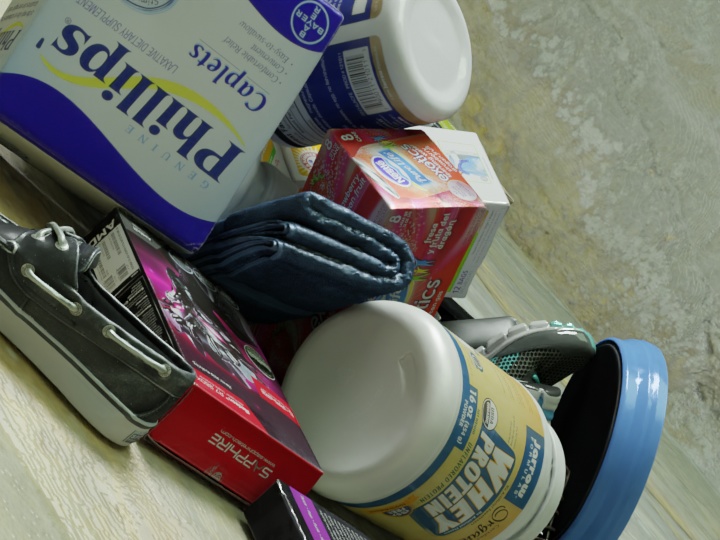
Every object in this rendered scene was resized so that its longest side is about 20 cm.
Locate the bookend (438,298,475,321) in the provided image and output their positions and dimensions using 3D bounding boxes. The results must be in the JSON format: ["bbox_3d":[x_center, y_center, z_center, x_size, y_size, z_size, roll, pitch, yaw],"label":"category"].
[{"bbox_3d":[0.056,0.081,1.598,0.200,0.092,0.199,41,12,-28],"label":"bookend"}]

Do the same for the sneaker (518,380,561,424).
[{"bbox_3d":[0.060,0.121,1.402,0.199,0.087,0.075,8,0,30],"label":"sneaker"}]

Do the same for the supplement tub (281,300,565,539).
[{"bbox_3d":[0.049,0.121,1.249,0.200,0.145,0.145,36,15,-48],"label":"supplement tub"}]

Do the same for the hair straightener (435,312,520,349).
[{"bbox_3d":[0.045,0.050,1.494,0.199,0.077,0.041,4,49,-10],"label":"hair straightener"}]

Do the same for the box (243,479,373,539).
[{"bbox_3d":[0.022,0.222,1.054,0.200,0.036,0.143,37,14,-41],"label":"box"}]

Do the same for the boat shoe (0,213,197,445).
[{"bbox_3d":[-0.173,0.005,0.962,0.200,0.068,0.072,47,9,-4],"label":"boat shoe"}]

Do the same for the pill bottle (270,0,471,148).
[{"bbox_3d":[-0.024,-0.158,1.350,0.116,0.199,0.116,15,71,-54],"label":"pill bottle"}]

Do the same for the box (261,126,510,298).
[{"bbox_3d":[0.006,-0.056,1.484,0.199,0.113,0.102,6,40,-24],"label":"box"}]

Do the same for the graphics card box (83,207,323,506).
[{"bbox_3d":[-0.107,0.057,1.106,0.125,0.051,0.200,39,11,-38],"label":"graphics card box"}]

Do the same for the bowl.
[{"bbox_3d":[0.195,0.150,1.456,0.039,0.201,0.201,20,14,-8],"label":"bowl"}]

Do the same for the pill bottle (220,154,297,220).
[{"bbox_3d":[-0.146,-0.091,1.311,0.200,0.111,0.111,38,13,-27],"label":"pill bottle"}]

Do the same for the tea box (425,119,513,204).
[{"bbox_3d":[0.004,-0.083,1.708,0.197,0.200,0.134,41,11,-41],"label":"tea box"}]

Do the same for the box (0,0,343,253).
[{"bbox_3d":[-0.145,-0.142,1.183,0.184,0.200,0.105,35,-10,-25],"label":"box"}]

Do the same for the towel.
[{"bbox_3d":[-0.057,0.000,1.218,0.111,0.049,0.200,24,-22,-28],"label":"towel"}]

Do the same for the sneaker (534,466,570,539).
[{"bbox_3d":[0.126,0.202,1.375,0.075,0.106,0.200,42,11,-27],"label":"sneaker"}]

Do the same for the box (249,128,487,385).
[{"bbox_3d":[0.000,0.000,1.318,0.095,0.200,0.100,-2,41,-36],"label":"box"}]

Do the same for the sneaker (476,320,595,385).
[{"bbox_3d":[0.111,0.113,1.471,0.078,0.199,0.091,60,9,-52],"label":"sneaker"}]
